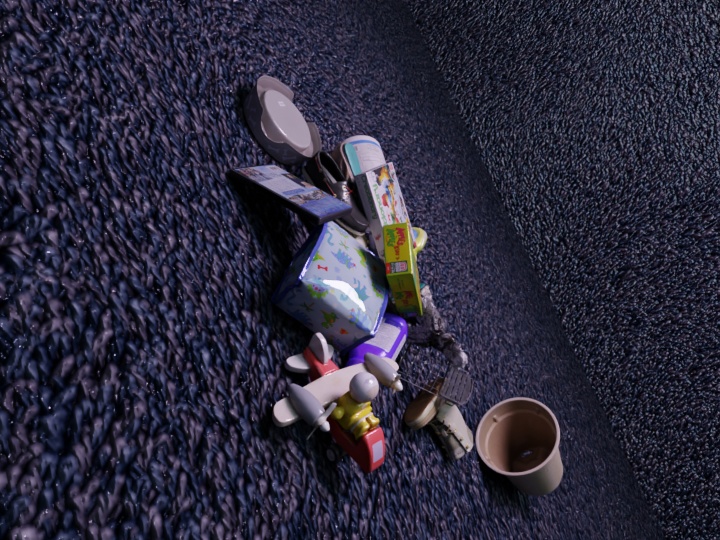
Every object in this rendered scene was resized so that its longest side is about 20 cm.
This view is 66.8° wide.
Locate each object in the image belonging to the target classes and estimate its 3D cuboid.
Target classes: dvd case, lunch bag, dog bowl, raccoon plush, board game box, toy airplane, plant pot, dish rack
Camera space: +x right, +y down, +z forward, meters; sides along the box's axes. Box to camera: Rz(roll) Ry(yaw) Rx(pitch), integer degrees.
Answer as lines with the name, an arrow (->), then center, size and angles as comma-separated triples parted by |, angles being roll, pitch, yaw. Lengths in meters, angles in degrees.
dvd case -> -0.126, -0.145, 1.017 | 0.199, 0.018, 0.143 | 30, 24, 14
lunch bag -> -0.039, 0.017, 0.973 | 0.170, 0.127, 0.201 | 38, 48, -17
dog bowl -> -0.171, -0.318, 1.187 | 0.200, 0.058, 0.201 | 43, 31, -33
raccoon plush -> 0.152, 0.129, 1.172 | 0.201, 0.097, 0.134 | 55, 20, 13
board game box -> 0.058, -0.123, 1.182 | 0.126, 0.034, 0.202 | -36, 111, -54
toy airplane -> -0.026, 0.184, 0.848 | 0.198, 0.141, 0.201 | 32, 46, -19
plant pot -> 0.407, 0.449, 1.338 | 0.184, 0.199, 0.201 | 57, 24, -35
board game box -> 0.082, 0.005, 1.032 | 0.200, 0.047, 0.103 | 67, 18, -62
dish rack -> 0.144, 0.199, 1.139 | 0.199, 0.055, 0.153 | 25, 24, 11

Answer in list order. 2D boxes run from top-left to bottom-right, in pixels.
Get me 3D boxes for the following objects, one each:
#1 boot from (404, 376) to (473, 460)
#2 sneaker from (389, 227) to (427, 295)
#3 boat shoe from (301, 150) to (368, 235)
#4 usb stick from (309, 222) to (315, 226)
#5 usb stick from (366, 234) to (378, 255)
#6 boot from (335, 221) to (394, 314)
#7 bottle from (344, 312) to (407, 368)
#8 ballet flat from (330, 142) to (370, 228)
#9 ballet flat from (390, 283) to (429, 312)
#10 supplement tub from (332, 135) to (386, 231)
boot -> 0.170, 0.327, 1.144 | 0.156, 0.072, 0.200 | 64, 26, 1
sneaker -> 0.082, -0.032, 1.293 | 0.104, 0.076, 0.201 | 25, 52, 4
boat shoe -> -0.045, -0.162, 1.141 | 0.202, 0.063, 0.073 | 55, 31, 14
usb stick -> -0.083, -0.162, 1.199 | 0.056, 0.032, 0.201 | 47, 30, -21
usb stick -> 0.036, -0.002, 1.271 | 0.055, 0.032, 0.201 | 39, 34, -38
boot -> 0.000, 0.000, 1.140 | 0.200, 0.072, 0.155 | 41, 31, -21
bottle -> 0.022, 0.159, 1.024 | 0.200, 0.083, 0.066 | -54, 148, -49
ballet flat -> -0.018, -0.179, 1.205 | 0.068, 0.067, 0.202 | -7, 78, -55
ballet flat -> 0.124, 0.078, 1.311 | 0.200, 0.075, 0.065 | -19, 96, -60
supplement tub -> 0.009, -0.211, 1.322 | 0.132, 0.131, 0.202 | 22, 46, -51
